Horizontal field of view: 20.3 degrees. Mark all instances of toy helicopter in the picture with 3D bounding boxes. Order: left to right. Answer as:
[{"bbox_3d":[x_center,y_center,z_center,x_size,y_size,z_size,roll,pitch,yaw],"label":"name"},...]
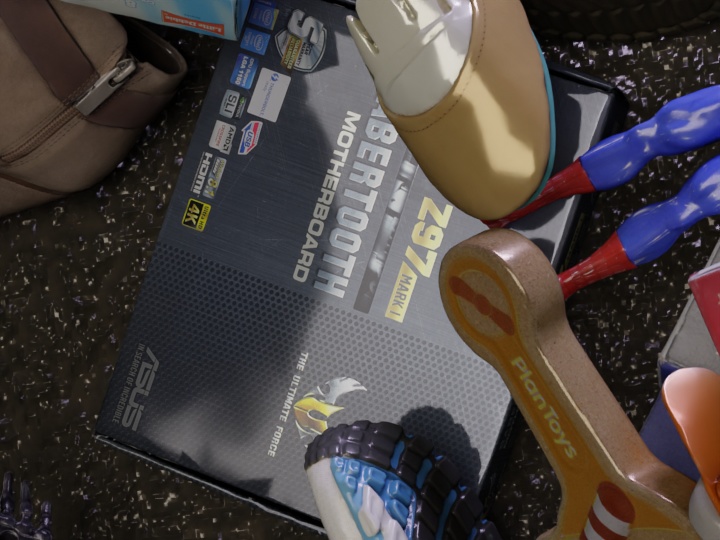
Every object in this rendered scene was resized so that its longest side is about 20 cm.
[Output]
[{"bbox_3d":[0.091,0.072,0.677,0.201,0.079,0.132,59,148,4],"label":"toy helicopter"}]

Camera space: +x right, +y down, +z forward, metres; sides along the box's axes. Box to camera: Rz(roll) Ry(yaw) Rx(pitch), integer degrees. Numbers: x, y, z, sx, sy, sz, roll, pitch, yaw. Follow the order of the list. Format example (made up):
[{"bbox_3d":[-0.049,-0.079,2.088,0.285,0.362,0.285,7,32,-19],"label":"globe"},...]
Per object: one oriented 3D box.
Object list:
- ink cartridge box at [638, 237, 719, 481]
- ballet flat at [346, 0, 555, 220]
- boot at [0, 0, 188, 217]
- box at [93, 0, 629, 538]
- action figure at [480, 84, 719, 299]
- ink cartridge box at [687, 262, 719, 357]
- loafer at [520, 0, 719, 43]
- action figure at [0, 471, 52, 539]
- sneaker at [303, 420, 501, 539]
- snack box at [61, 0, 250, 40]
[{"bbox_3d":[0.216,0.037,0.725,0.197,0.047,0.201,27,92,17],"label":"ink cartridge box"},{"bbox_3d":[0.016,-0.105,0.732,0.069,0.063,0.201,-41,48,32],"label":"ballet flat"},{"bbox_3d":[-0.170,-0.089,0.788,0.146,0.200,0.070,-33,52,18],"label":"boot"},{"bbox_3d":[0.000,0.000,0.791,0.157,0.051,0.201,20,94,14],"label":"box"},{"bbox_3d":[0.133,-0.051,0.687,0.199,0.099,0.066,-28,80,8],"label":"action figure"},{"bbox_3d":[0.192,0.075,0.632,0.083,0.146,0.201,-24,84,21],"label":"ink cartridge box"},{"bbox_3d":[0.131,-0.136,0.750,0.199,0.076,0.068,-8,72,21],"label":"loafer"},{"bbox_3d":[-0.180,0.142,0.816,0.118,0.102,0.200,22,136,-8],"label":"action figure"},{"bbox_3d":[0.023,0.145,0.732,0.086,0.075,0.200,-21,113,27],"label":"sneaker"},{"bbox_3d":[-0.077,-0.192,0.771,0.116,0.037,0.201,13,66,2],"label":"snack box"}]
